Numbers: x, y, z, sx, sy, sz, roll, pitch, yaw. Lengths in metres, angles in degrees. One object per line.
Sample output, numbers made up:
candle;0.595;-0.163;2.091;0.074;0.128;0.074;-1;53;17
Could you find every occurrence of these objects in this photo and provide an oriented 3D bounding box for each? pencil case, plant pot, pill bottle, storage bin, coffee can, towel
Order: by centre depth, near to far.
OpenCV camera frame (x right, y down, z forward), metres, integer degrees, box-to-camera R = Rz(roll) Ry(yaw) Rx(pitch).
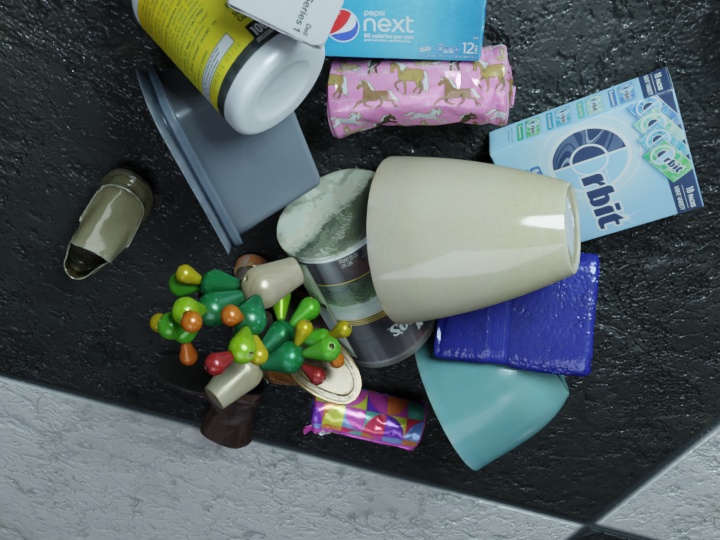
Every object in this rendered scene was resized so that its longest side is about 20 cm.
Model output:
pill bottle;-0.133;-0.232;0.680;0.200;0.112;0.113;47;133;9
pencil case;0.062;-0.184;0.778;0.195;0.087;0.085;-2;117;11
plant pot;0.131;-0.038;0.815;0.196;0.190;0.189;-2;138;26
storage bin;-0.136;-0.147;0.818;0.132;0.146;0.202;-26;133;-5
towel;0.190;0.044;0.925;0.195;0.049;0.152;6;95;21
coffee can;0.000;0.000;0.929;0.143;0.149;0.202;-11;134;18
plant pot;0.186;0.143;1.026;0.159;0.203;0.201;-28;128;15
pencil case;0.008;0.239;1.223;0.195;0.090;0.089;9;137;-3

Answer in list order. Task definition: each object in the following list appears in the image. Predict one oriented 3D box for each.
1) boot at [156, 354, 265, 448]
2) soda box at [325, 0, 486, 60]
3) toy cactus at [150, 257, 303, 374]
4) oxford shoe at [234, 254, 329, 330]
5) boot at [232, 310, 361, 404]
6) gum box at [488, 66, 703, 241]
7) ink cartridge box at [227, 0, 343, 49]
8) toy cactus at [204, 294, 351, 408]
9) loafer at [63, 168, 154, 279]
boot;-0.259;0.230;1.269;0.182;0.065;0.202;17;140;-7
soda box;0.021;-0.252;0.725;0.194;0.065;0.069;3;136;4
toy cactus;-0.134;0.042;0.803;0.163;0.199;0.104;-25;112;-22
oxford shoe;-0.107;0.064;1.062;0.071;0.074;0.199;-30;125;33
boot;-0.081;0.129;1.003;0.198;0.074;0.156;33;157;16
gum box;0.266;-0.114;0.850;0.196;0.045;0.171;-17;131;23
ink cartridge box;-0.030;-0.297;0.586;0.082;0.203;0.146;19;135;-14
toy cactus;-0.106;0.094;0.860;0.198;0.165;0.104;23;145;41
loafer;-0.329;-0.051;0.976;0.075;0.068;0.200;27;133;-20
